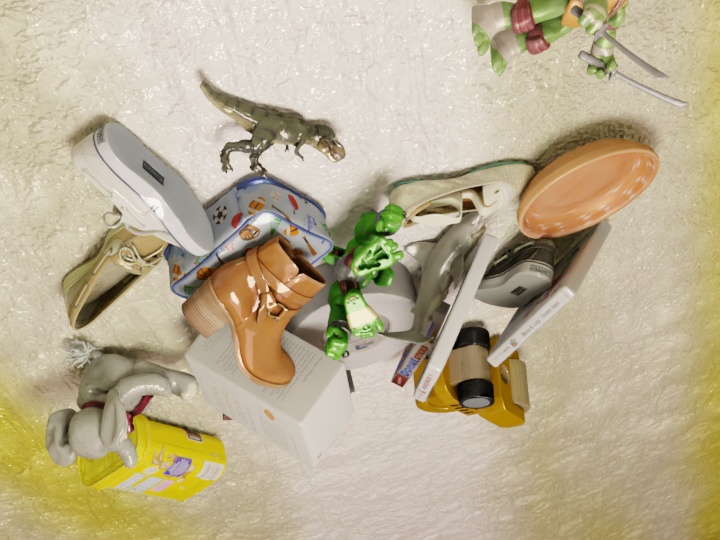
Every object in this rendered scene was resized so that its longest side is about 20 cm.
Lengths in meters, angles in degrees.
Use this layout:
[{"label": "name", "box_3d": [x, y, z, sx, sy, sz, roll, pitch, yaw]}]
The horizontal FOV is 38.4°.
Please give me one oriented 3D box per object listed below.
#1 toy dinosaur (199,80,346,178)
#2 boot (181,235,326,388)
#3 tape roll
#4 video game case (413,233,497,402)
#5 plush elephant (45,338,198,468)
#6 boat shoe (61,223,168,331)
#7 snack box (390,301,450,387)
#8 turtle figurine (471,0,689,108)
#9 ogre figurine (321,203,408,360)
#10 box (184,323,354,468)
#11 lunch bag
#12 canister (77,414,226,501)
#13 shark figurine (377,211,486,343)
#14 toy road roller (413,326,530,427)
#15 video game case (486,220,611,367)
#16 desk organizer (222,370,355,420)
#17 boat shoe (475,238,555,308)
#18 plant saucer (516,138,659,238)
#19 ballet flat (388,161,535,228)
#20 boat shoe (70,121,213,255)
[{"label": "toy dinosaur", "box_3d": [-0.113, -0.147, 1.153, 0.199, 0.048, 0.088, 16, 121, -38]}, {"label": "boot", "box_3d": [-0.101, 0.055, 1.270, 0.154, 0.074, 0.200, -36, 132, 13]}, {"label": "tape roll", "box_3d": [-0.012, 0.065, 1.482, 0.198, 0.067, 0.201, -12, 147, -8]}, {"label": "video game case", "box_3d": [0.127, 0.068, 1.416, 0.023, 0.201, 0.182, 23, 160, 5]}, {"label": "plush elephant", "box_3d": [-0.345, 0.202, 1.439, 0.164, 0.156, 0.200, -13, 146, 37]}, {"label": "boat shoe", "box_3d": [-0.296, 0.000, 1.272, 0.200, 0.064, 0.073, -34, 143, 25]}, {"label": "snack box", "box_3d": [0.089, 0.112, 1.549, 0.024, 0.072, 0.200, 25, 154, 0]}, {"label": "turtle figurine", "box_3d": [0.221, -0.231, 1.057, 0.192, 0.144, 0.202, -10, 107, 24]}, {"label": "ogre figurine", "box_3d": [0.000, 0.000, 1.307, 0.097, 0.120, 0.202, 1, 110, -8]}, {"label": "box", "box_3d": [-0.123, 0.157, 1.435, 0.107, 0.199, 0.153, -53, 157, -25]}, {"label": "lunch bag", "box_3d": [-0.140, -0.023, 1.297, 0.199, 0.076, 0.160, -35, 144, 25]}, {"label": "canister", "box_3d": [-0.335, 0.309, 1.683, 0.148, 0.087, 0.199, -34, 144, 25]}, {"label": "shark figurine", "box_3d": [0.090, 0.007, 1.413, 0.089, 0.216, 0.128, 29, 172, 0]}, {"label": "toy road roller", "box_3d": [0.175, 0.182, 1.688, 0.145, 0.124, 0.199, -18, 149, 31]}, {"label": "video game case", "box_3d": [0.269, 0.031, 1.471, 0.024, 0.200, 0.182, 41, 130, 1]}, {"label": "desk organizer", "box_3d": [-0.117, 0.179, 1.599, 0.198, 0.072, 0.077, -1, 146, -21]}, {"label": "boat shoe", "box_3d": [0.225, 0.005, 1.484, 0.070, 0.064, 0.200, 22, 160, -14]}, {"label": "plant saucer", "box_3d": [0.293, -0.111, 1.356, 0.198, 0.038, 0.201, -18, 156, -8]}, {"label": "ballet flat", "box_3d": [0.134, -0.089, 1.323, 0.198, 0.063, 0.068, -11, 146, -7]}, {"label": "boat shoe", "box_3d": [-0.252, -0.076, 1.165, 0.085, 0.075, 0.202, -21, 137, 22]}]
